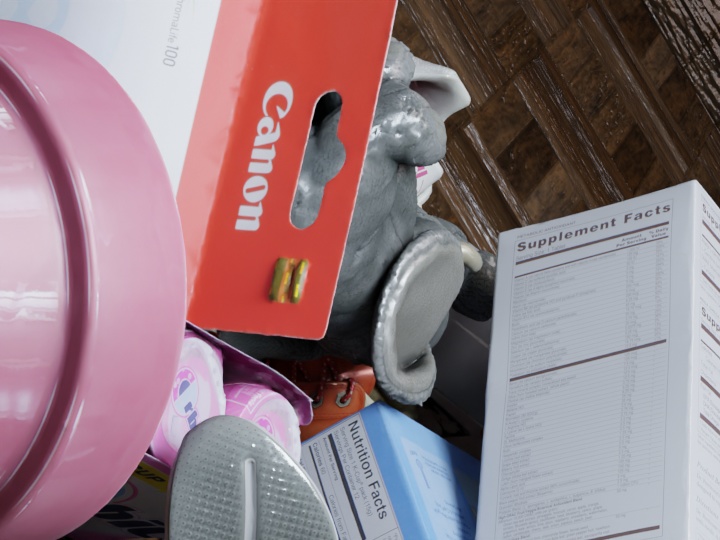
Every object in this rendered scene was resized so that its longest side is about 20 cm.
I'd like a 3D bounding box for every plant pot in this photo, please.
[{"bbox_3d":[-0.189,0.007,1.000,0.179,0.200,0.201,-1,61,-53],"label":"plant pot"}]

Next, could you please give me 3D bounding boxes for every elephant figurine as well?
[{"bbox_3d":[0.000,0.000,1.361,0.142,0.154,0.201,-120,-172,-54],"label":"elephant figurine"}]

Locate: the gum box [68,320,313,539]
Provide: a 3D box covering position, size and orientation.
[{"bbox_3d":[-0.115,0.057,1.203,0.200,0.113,0.067,35,57,-54],"label":"gum box"}]

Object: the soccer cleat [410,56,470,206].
[{"bbox_3d":[-0.006,-0.038,1.604,0.070,0.086,0.201,49,58,-44],"label":"soccer cleat"}]

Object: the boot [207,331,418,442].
[{"bbox_3d":[-0.052,0.055,1.431,0.200,0.107,0.075,32,35,-53],"label":"boot"}]

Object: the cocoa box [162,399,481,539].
[{"bbox_3d":[0.021,0.170,1.402,0.200,0.131,0.134,34,31,-55],"label":"cocoa box"}]

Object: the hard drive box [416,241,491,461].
[{"bbox_3d":[0.073,0.076,1.570,0.156,0.077,0.200,37,-15,7],"label":"hard drive box"}]

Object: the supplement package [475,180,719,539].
[{"bbox_3d":[0.131,0.078,1.364,0.110,0.113,0.201,46,40,-43],"label":"supplement package"}]

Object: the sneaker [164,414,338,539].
[{"bbox_3d":[-0.032,0.144,1.193,0.080,0.070,0.201,-121,-171,-69],"label":"sneaker"}]

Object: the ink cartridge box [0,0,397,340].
[{"bbox_3d":[-0.094,-0.059,1.242,0.047,0.199,0.161,34,65,-58],"label":"ink cartridge box"}]

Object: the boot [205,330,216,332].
[{"bbox_3d":[-0.060,-0.057,1.527,0.201,0.144,0.072,62,16,4],"label":"boot"}]
